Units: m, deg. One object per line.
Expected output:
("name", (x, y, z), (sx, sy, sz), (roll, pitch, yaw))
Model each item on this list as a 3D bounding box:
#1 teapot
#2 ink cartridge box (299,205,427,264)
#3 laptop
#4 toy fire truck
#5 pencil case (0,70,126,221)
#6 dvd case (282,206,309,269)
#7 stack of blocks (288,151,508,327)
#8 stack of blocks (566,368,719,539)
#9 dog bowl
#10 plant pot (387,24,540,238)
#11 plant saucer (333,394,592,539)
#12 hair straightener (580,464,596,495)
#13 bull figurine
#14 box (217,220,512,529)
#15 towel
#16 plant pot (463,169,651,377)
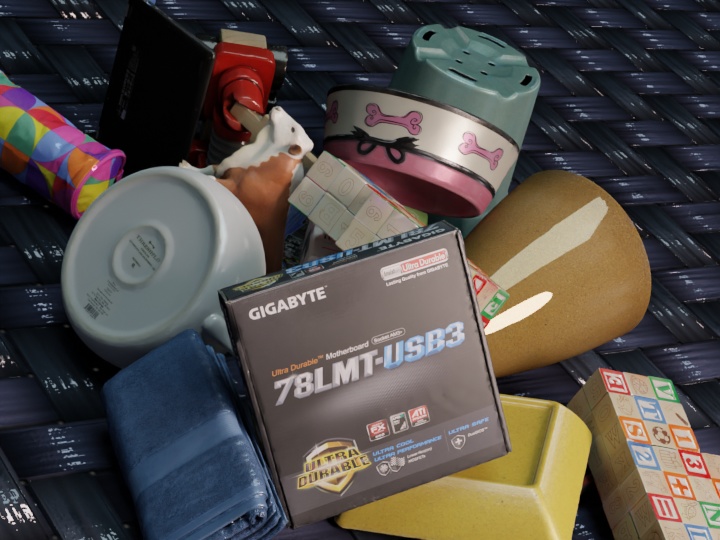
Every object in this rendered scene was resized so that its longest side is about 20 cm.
("teapot", (-0.156, 0.015, 1.572), (0.146, 0.197, 0.201), (41, 45, -55))
("ink cartridge box", (0.000, 0.000, 1.730), (0.117, 0.068, 0.200), (18, 31, -6))
("laptop", (-0.199, -0.201, 1.840), (0.200, 0.188, 0.116), (39, 37, 28))
("toy fire truck", (-0.113, -0.122, 1.775), (0.128, 0.177, 0.200), (8, 32, -12))
("pencil case", (-0.323, -0.130, 1.761), (0.200, 0.089, 0.088), (36, 33, 21))
("dvd case", (-0.030, -0.010, 1.814), (0.199, 0.018, 0.143), (25, 30, 9))
("stack of blocks", (0.028, -0.025, 1.605), (0.200, 0.059, 0.115), (41, 6, 29))
("stack of blocks", (0.274, 0.189, 1.597), (0.115, 0.059, 0.201), (11, 42, -29))
("dog bowl", (0.052, -0.113, 1.743), (0.199, 0.074, 0.200), (18, -8, 3))
("plant pot", (0.094, -0.149, 1.937), (0.199, 0.197, 0.201), (15, 31, -9))
("plant saucer", (0.094, 0.160, 1.535), (0.199, 0.049, 0.200), (8, 29, 11))
("hair straightener", (0.162, 0.183, 1.599), (0.077, 0.041, 0.200), (38, 40, 28))
("bull figurine", (-0.113, -0.063, 1.676), (0.121, 0.201, 0.065), (7, 33, -2))
("box", (0.005, 0.083, 1.423), (0.199, 0.199, 0.050), (-17, 17, -11))
("towel", (-0.137, 0.149, 1.413), (0.049, 0.111, 0.200), (55, 7, -51))
("plant pot", (0.153, 0.026, 1.741), (0.186, 0.187, 0.200), (38, 49, 26))
